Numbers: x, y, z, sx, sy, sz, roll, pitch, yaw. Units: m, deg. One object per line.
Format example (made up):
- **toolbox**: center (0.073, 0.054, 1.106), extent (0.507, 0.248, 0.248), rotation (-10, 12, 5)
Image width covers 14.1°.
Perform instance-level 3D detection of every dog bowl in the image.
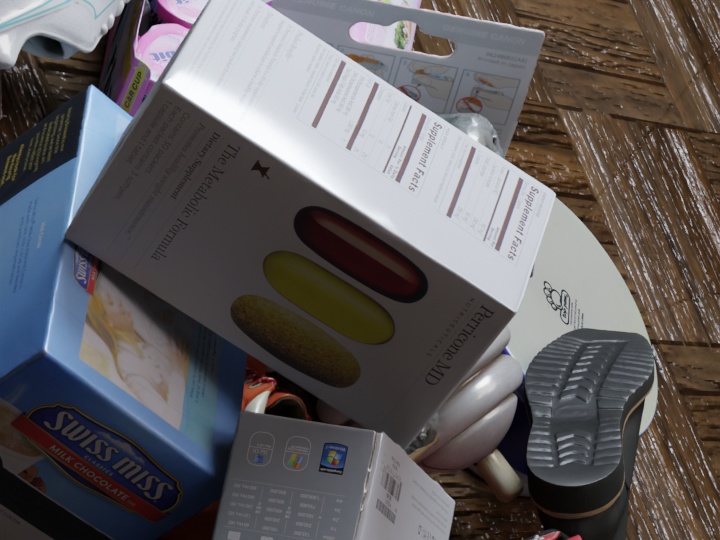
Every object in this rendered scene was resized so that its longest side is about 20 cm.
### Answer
- **dog bowl**: center (0.103, 0.040, 1.890), extent (0.200, 0.079, 0.201), rotation (37, 35, -32)

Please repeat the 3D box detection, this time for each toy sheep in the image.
- **toy sheep**: center (0.028, 0.056, 1.719), extent (0.201, 0.138, 0.138), rotation (56, 30, -2)

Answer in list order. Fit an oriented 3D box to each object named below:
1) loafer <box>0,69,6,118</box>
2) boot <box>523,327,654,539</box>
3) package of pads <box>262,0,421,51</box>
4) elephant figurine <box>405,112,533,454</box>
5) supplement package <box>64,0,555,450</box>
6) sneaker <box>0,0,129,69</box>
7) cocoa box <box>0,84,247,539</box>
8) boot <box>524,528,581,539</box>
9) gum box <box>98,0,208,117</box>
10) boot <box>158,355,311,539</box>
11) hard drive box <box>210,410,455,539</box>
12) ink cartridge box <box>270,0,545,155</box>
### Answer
- **loafer**: center (-0.222, -0.148, 1.607), extent (0.071, 0.073, 0.201), rotation (37, 45, -37)
- **boot**: center (0.136, 0.134, 1.762), extent (0.200, 0.077, 0.139), rotation (-60, 149, -58)
- **package of pads**: center (-0.030, -0.148, 1.829), extent (0.076, 0.120, 0.201), rotation (58, 26, -31)
- **elephant figurine**: center (0.000, 0.000, 1.570), extent (0.200, 0.155, 0.142), rotation (-42, 113, -43)
- **supplement package**: center (-0.022, -0.027, 1.421), extent (0.199, 0.114, 0.110), rotation (32, 36, -6)
- **sneaker**: center (-0.158, -0.157, 1.580), extent (0.200, 0.070, 0.081), rotation (-23, 98, -46)
- **cocoa box**: center (-0.144, 0.035, 1.477), extent (0.133, 0.131, 0.201), rotation (39, 35, -29)
- **boot**: center (0.044, 0.177, 1.610), extent (0.199, 0.144, 0.073), rotation (16, 50, -48)
- **gum box**: center (-0.109, -0.128, 1.686), extent (0.066, 0.114, 0.201), rotation (17, 42, -11)
- **boot**: center (-0.064, 0.081, 1.581), extent (0.075, 0.107, 0.201), rotation (37, 33, -26)
- **hard drive box**: center (-0.024, 0.187, 1.430), extent (0.156, 0.076, 0.201), rotation (48, 51, -66)
- **ink cartridge box**: center (0.008, -0.094, 1.703), extent (0.159, 0.201, 0.047), rotation (10, 46, -7)
